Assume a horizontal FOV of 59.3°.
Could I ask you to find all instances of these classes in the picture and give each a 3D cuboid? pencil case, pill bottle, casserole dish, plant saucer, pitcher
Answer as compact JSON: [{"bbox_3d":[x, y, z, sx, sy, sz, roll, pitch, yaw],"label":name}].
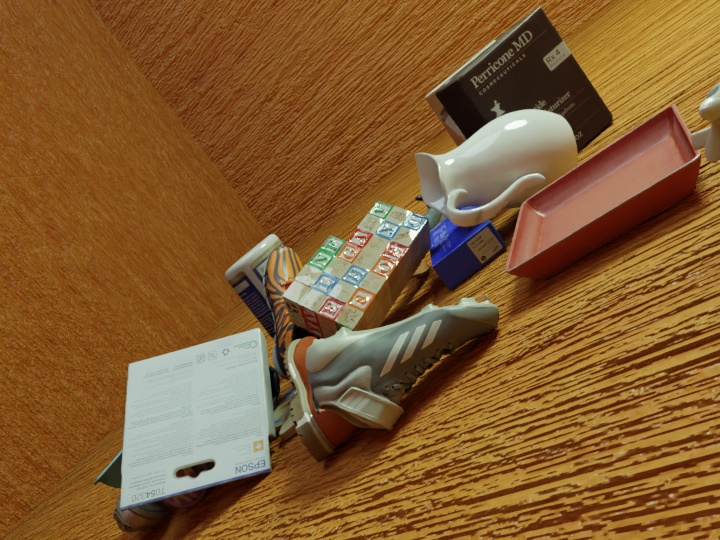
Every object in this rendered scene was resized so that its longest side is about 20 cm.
[{"bbox_3d":[-0.232,0.251,0.913,0.084,0.085,0.200,-50,5,15],"label":"pencil case"},{"bbox_3d":[-0.134,0.050,1.098,0.115,0.202,0.116,-36,9,6],"label":"pill bottle"},{"bbox_3d":[-0.298,0.234,0.911,0.201,0.039,0.121,-51,7,-14],"label":"casserole dish"},{"bbox_3d":[0.249,-0.076,0.652,0.198,0.037,0.200,-34,11,30],"label":"plant saucer"},{"bbox_3d":[0.186,-0.124,0.823,0.195,0.124,0.173,-18,35,-3],"label":"pitcher"}]

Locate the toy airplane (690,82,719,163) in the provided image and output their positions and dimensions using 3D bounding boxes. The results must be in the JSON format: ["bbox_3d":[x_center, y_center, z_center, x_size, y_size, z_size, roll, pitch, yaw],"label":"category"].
[{"bbox_3d":[0.287,-0.112,0.333,0.198,0.142,0.200,-36,9,24],"label":"toy airplane"}]

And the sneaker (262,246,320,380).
[{"bbox_3d":[-0.088,0.052,0.921,0.076,0.206,0.112,-3,-16,-27],"label":"sneaker"}]

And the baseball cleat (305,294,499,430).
[{"bbox_3d":[0.046,0.094,0.609,0.194,0.109,0.070,-15,-24,6],"label":"baseball cleat"}]

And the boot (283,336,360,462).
[{"bbox_3d":[-0.027,0.119,0.716,0.106,0.076,0.200,-36,25,2],"label":"boot"}]

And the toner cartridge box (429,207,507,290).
[{"bbox_3d":[0.146,-0.044,0.898,0.094,0.043,0.200,-37,10,14],"label":"toner cartridge box"}]

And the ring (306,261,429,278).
[{"bbox_3d":[0.011,0.000,0.993,0.194,0.020,0.201,0,12,0],"label":"ring"}]

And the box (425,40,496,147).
[{"bbox_3d":[0.248,-0.306,1.223,0.151,0.202,0.107,-33,9,32],"label":"box"}]

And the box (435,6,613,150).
[{"bbox_3d":[0.250,-0.259,0.997,0.165,0.201,0.164,-39,9,1],"label":"box"}]

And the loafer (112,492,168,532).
[{"bbox_3d":[-0.319,0.348,0.907,0.064,0.071,0.200,-60,8,-14],"label":"loafer"}]

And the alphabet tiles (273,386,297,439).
[{"bbox_3d":[-0.055,0.154,0.870,0.195,0.015,0.200,-41,9,15],"label":"alphabet tiles"}]

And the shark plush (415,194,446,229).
[{"bbox_3d":[0.130,-0.109,1.140,0.199,0.084,0.091,-39,9,7],"label":"shark plush"}]

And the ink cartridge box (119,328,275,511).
[{"bbox_3d":[-0.208,0.190,0.814,0.191,0.044,0.204,-14,54,3],"label":"ink cartridge box"}]

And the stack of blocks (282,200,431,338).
[{"bbox_3d":[0.000,0.000,0.851,0.113,0.059,0.201,21,58,27],"label":"stack of blocks"}]

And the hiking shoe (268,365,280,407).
[{"bbox_3d":[-0.151,0.180,0.941,0.101,0.075,0.201,-45,18,13],"label":"hiking shoe"}]
